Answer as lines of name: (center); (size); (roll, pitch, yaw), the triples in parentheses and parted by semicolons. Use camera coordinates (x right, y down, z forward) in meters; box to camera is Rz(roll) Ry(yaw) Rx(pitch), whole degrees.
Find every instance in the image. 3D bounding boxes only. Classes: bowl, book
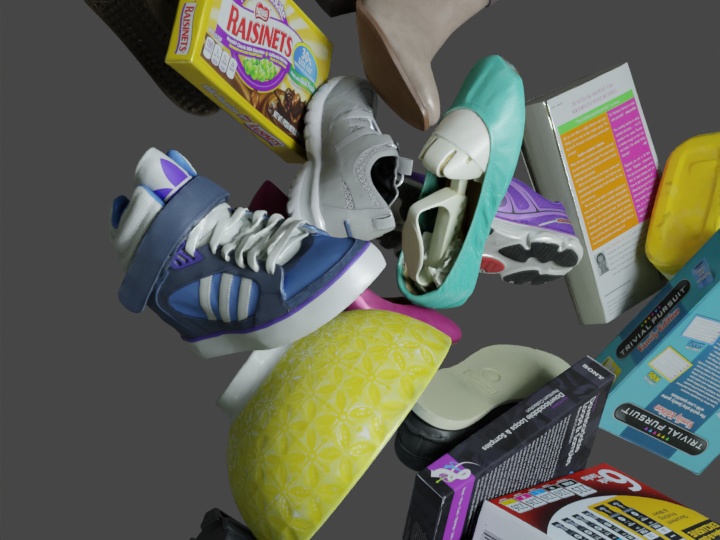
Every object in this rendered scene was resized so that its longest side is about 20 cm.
bowl: (-0.037, 0.095, 1.081); (0.108, 0.200, 0.200); (37, 64, 0)
book: (0.218, -0.069, 1.347); (0.133, 0.048, 0.200); (-26, 101, -38)

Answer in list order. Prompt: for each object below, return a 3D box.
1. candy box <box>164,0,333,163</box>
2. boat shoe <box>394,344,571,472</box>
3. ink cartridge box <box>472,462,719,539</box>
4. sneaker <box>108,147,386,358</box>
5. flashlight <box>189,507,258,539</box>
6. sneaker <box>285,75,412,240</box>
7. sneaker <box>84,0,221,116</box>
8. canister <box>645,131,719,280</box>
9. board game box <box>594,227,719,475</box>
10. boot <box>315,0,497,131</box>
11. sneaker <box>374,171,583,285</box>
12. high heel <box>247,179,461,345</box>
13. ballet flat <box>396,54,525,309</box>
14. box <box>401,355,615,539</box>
candy box: (-0.075, -0.157, 1.097); (0.200, 0.026, 0.102); (36, 60, -63)
boat shoe: (0.103, 0.110, 1.241); (0.201, 0.074, 0.063); (-15, 134, -46)
ink cartridge box: (0.204, 0.237, 1.188); (0.200, 0.175, 0.084); (-5, 116, -54)
sneaker: (-0.092, -0.023, 1.027); (0.147, 0.200, 0.081); (55, 48, -16)
flashlight: (-0.041, 0.255, 1.120); (0.200, 0.068, 0.068); (37, 80, -27)
sneaker: (0.002, -0.076, 1.131); (0.200, 0.082, 0.075); (-82, 161, -49)
sneaker: (-0.149, -0.207, 1.096); (0.200, 0.070, 0.076); (58, 41, -22)
canister: (0.347, -0.013, 1.382); (0.200, 0.086, 0.149); (39, 58, -37)
board game box: (0.301, 0.072, 1.314); (0.151, 0.200, 0.047); (27, 26, -31)
boot: (0.058, -0.205, 1.179); (0.146, 0.070, 0.200); (-24, 60, -17)
sneaker: (0.088, -0.046, 1.248); (0.200, 0.081, 0.084); (16, 47, -29)
high heel: (0.000, 0.000, 1.167); (0.200, 0.067, 0.096); (15, 88, -30)
ballet flat: (0.070, -0.060, 1.130); (0.070, 0.067, 0.200); (-11, 122, -47)
box: (0.114, 0.166, 1.207); (0.200, 0.036, 0.143); (-28, 144, -33)
